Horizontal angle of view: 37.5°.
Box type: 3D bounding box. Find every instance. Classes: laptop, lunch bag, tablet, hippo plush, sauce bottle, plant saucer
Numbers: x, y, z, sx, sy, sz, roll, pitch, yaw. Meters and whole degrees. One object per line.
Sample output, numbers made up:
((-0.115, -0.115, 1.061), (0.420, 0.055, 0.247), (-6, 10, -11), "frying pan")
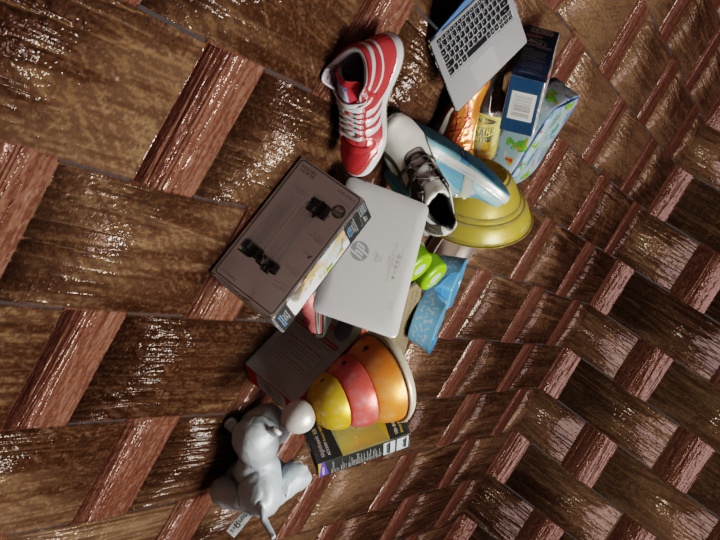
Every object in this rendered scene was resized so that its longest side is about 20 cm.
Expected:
((0.199, -0.361, 1.543), (0.187, 0.115, 0.202), (-45, 128, -23), "laptop")
((0.308, -0.251, 1.936), (0.160, 0.082, 0.201), (-29, 155, -50), "lunch bag")
((0.016, -0.019, 1.483), (0.014, 0.128, 0.203), (145, -38, -69), "tablet")
((-0.180, 0.304, 1.704), (0.200, 0.157, 0.164), (-44, 128, -62), "hippo plush")
((0.208, -0.265, 1.774), (0.066, 0.066, 0.202), (-40, 150, -32), "sauce bottle")
((0.168, -0.037, 2.036), (0.200, 0.032, 0.202), (-45, 155, -28), "plant saucer")

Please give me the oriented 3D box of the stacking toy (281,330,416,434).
((-0.028, 0.188, 1.571), (0.198, 0.146, 0.148), (-22, 143, -27), "stacking toy")

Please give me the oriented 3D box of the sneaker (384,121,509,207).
((0.126, -0.130, 1.660), (0.131, 0.198, 0.080), (-55, -172, 20), "sneaker")

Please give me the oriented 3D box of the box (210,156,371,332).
((-0.091, -0.035, 1.411), (0.201, 0.116, 0.060), (-53, 160, -10), "box")

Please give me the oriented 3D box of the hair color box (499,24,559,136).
((0.281, -0.316, 1.750), (0.201, 0.059, 0.101), (-66, 168, -51), "hair color box")

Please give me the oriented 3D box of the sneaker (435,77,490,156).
((0.160, -0.225, 1.693), (0.202, 0.076, 0.073), (-62, -174, 25), "sneaker")

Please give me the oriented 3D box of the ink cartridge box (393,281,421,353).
((0.022, 0.103, 1.874), (0.164, 0.075, 0.202), (-34, 150, -39), "ink cartridge box")

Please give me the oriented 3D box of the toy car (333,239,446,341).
((0.000, 0.000, 1.608), (0.200, 0.165, 0.157), (-45, 159, 8), "toy car")

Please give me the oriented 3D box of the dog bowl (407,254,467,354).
((0.140, 0.055, 1.936), (0.112, 0.049, 0.202), (97, 17, -55), "dog bowl")

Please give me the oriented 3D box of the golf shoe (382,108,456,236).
((0.093, -0.144, 1.556), (0.077, 0.094, 0.202), (-31, 108, -14), "golf shoe")

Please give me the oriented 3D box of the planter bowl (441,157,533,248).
((0.196, -0.130, 1.766), (0.200, 0.199, 0.085), (-36, 143, -39), "planter bowl")

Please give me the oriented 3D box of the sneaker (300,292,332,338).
((-0.081, 0.015, 1.536), (0.202, 0.085, 0.074), (85, 24, -46), "sneaker")

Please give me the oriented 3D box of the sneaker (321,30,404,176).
((-0.008, -0.211, 1.396), (0.112, 0.070, 0.203), (-29, 138, -54), "sneaker")

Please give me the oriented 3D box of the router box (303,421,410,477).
((-0.026, 0.210, 1.696), (0.155, 0.202, 0.053), (-17, 147, -11), "router box")

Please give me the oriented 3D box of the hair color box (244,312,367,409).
((-0.073, 0.121, 1.659), (0.200, 0.110, 0.064), (-46, 155, -22), "hair color box")
